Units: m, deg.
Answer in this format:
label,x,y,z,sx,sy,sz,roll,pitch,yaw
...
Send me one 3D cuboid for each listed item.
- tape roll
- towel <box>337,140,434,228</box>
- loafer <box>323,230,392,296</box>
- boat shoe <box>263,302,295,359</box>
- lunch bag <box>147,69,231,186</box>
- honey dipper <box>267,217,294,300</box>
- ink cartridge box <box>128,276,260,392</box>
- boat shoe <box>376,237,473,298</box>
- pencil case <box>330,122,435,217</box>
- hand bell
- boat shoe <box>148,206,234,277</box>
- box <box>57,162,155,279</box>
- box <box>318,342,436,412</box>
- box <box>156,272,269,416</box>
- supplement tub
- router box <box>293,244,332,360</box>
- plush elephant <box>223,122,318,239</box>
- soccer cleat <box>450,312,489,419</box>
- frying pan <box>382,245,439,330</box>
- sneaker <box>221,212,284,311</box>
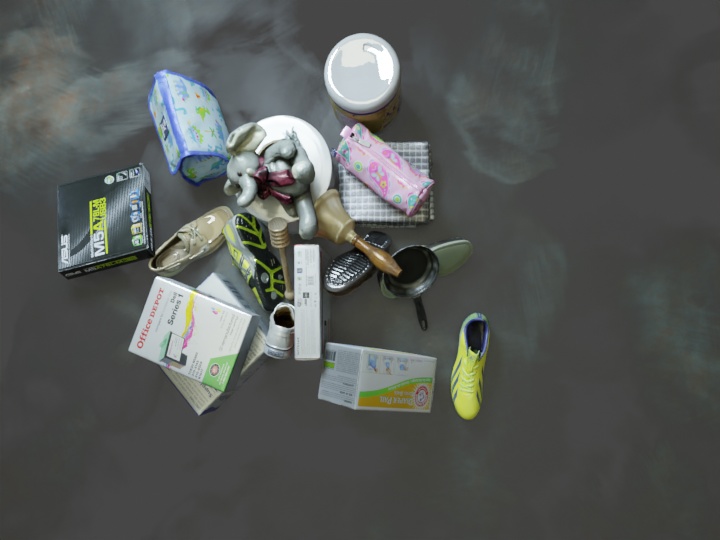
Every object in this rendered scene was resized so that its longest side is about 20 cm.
label,x,y,z,sx,sy,sz,roll,pitch,yaw
tape roll,-0.145,-0.183,1.363,0.196,0.139,0.210,0,85,3
towel,0.050,-0.172,1.375,0.193,0.086,0.171,0,85,4
loafer,0.000,0.000,1.325,0.072,0.199,0.073,24,131,25
boat shoe,-0.141,0.097,1.304,0.069,0.200,0.072,15,104,0
lunch bag,-0.334,-0.276,1.355,0.124,0.200,0.174,-21,84,1
honey dipper,-0.148,-0.016,1.335,0.037,0.203,0.039,-1,47,1
ink cartridge box,-0.302,0.116,1.268,0.195,0.084,0.148,21,87,6
boat shoe,0.124,-0.019,1.364,0.197,0.061,0.073,-25,126,0
pencil case,0.043,-0.189,1.295,0.199,0.087,0.088,40,88,5
hand bell,-0.002,-0.051,1.281,0.198,0.104,0.105,38,88,19
boat shoe,-0.341,-0.059,1.402,0.198,0.065,0.073,-36,83,0
box,-0.516,-0.102,1.402,0.187,0.048,0.205,-12,66,1
box,0.035,0.198,1.276,0.111,0.197,0.105,3,83,48
box,-0.289,0.144,1.359,0.199,0.105,0.185,-42,83,-1
supplement tub,0.009,-0.347,1.335,0.141,0.200,0.150,0,84,4
router box,-0.088,0.065,1.315,0.047,0.180,0.207,-2,84,4
plush elephant,-0.167,-0.167,1.218,0.150,0.167,0.204,-12,55,-10
soccer cleat,0.211,0.183,1.331,0.063,0.084,0.207,7,85,4
frying pan,0.115,0.023,1.330,0.114,0.031,0.190,-37,126,9
sneaker,-0.214,-0.014,1.393,0.075,0.075,0.205,-15,97,42
